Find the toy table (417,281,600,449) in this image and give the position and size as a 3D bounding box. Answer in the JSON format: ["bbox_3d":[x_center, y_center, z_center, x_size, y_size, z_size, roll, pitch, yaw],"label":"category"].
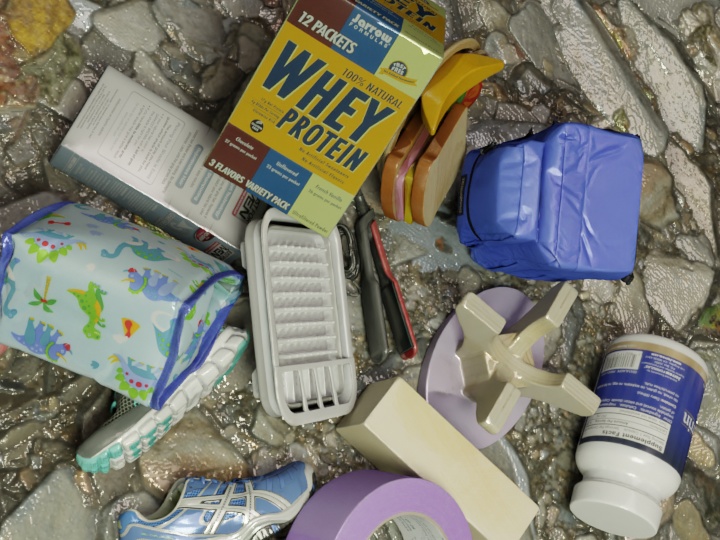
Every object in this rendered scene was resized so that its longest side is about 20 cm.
[{"bbox_3d":[0.150,0.093,1.223,0.184,0.117,0.200,29,66,-17],"label":"toy table"}]

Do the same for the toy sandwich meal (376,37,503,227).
[{"bbox_3d":[0.086,-0.144,1.220,0.070,0.205,0.205,32,60,17],"label":"toy sandwich meal"}]

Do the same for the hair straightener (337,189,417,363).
[{"bbox_3d":[0.000,0.000,1.216,0.077,0.041,0.200,-8,79,-29],"label":"hair straightener"}]

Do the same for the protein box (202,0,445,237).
[{"bbox_3d":[-0.028,-0.177,1.109,0.135,0.200,0.199,30,24,-9],"label":"protein box"}]

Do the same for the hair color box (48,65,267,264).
[{"bbox_3d":[-0.186,-0.099,1.140,0.200,0.061,0.099,31,64,-15],"label":"hair color box"}]

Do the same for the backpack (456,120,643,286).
[{"bbox_3d":[0.185,-0.075,1.239,0.168,0.200,0.163,12,85,-17],"label":"backpack"}]

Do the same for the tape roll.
[{"bbox_3d":[0.018,0.289,1.091,0.200,0.066,0.200,-1,91,-42],"label":"tape roll"}]

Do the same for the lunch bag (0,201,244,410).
[{"bbox_3d":[-0.205,0.016,1.021,0.170,0.128,0.200,23,22,2],"label":"lunch bag"}]

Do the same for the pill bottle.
[{"bbox_3d":[0.299,0.179,1.274,0.116,0.116,0.200,30,65,-16],"label":"pill bottle"}]

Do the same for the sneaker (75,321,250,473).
[{"bbox_3d":[-0.197,0.102,1.081,0.091,0.078,0.200,41,57,7],"label":"sneaker"}]

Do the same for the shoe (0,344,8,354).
[{"bbox_3d":[-0.374,0.003,0.987,0.071,0.091,0.200,-40,102,15],"label":"shoe"}]

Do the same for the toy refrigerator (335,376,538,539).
[{"bbox_3d":[0.078,0.196,1.177,0.200,0.076,0.070,44,66,-9],"label":"toy refrigerator"}]

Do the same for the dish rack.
[{"bbox_3d":[-0.062,0.044,1.123,0.172,0.043,0.200,2,82,-66],"label":"dish rack"}]

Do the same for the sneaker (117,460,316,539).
[{"bbox_3d":[-0.127,0.217,1.069,0.200,0.076,0.077,-24,92,-31],"label":"sneaker"}]
